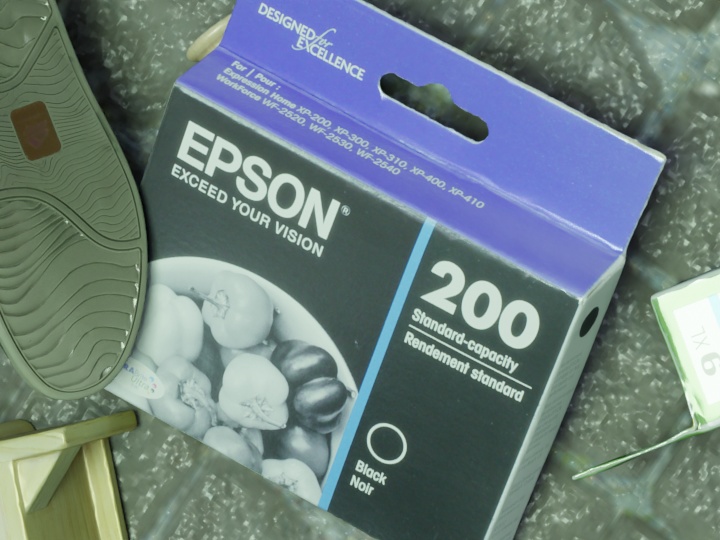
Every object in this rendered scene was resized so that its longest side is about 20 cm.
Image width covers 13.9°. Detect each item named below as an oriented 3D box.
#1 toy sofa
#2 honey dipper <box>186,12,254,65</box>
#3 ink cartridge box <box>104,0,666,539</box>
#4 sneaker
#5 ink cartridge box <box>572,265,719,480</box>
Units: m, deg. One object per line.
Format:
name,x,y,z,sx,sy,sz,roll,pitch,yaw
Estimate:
toy sofa,-0.135,0.164,1.256,0.097,0.083,0.201,-12,89,19
honey dipper,-0.002,-0.021,1.239,0.038,0.038,0.200,-37,85,13
ink cartridge box,0.000,0.000,1.204,0.197,0.043,0.201,28,115,16
sneaker,-0.148,-0.043,1.243,0.074,0.106,0.201,-14,90,-21
ink cartridge box,0.174,0.017,1.161,0.199,0.104,0.060,-23,86,14
